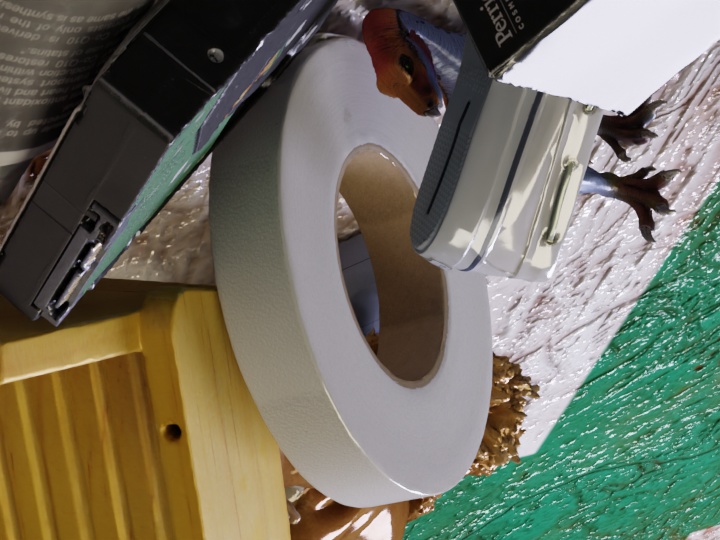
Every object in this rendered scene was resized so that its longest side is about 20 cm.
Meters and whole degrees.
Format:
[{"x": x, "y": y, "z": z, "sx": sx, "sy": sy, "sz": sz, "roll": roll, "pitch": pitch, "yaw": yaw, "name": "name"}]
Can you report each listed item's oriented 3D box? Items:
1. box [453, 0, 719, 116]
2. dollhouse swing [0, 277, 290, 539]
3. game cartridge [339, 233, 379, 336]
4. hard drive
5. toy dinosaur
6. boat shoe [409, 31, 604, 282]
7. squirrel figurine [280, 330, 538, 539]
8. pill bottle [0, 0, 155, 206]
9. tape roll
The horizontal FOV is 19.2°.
[{"x": 0.070, "y": -0.172, "z": 0.651, "sx": 0.141, "sy": 0.201, "sz": 0.079, "roll": -38, "pitch": 151, "yaw": 29, "name": "box"}, {"x": -0.161, "y": 0.078, "z": 0.867, "sx": 0.198, "sy": 0.183, "sz": 0.176, "roll": 4, "pitch": -158, "yaw": 27, "name": "dollhouse swing"}, {"x": -0.004, "y": 0.044, "z": 1.192, "sx": 0.132, "sy": 0.042, "sz": 0.200, "roll": -20, "pitch": 154, "yaw": 3, "name": "game cartridge"}, {"x": -0.052, "y": -0.080, "z": 0.777, "sx": 0.200, "sy": 0.038, "sz": 0.140, "roll": -54, "pitch": -178, "yaw": -37, "name": "hard drive"}, {"x": 0.063, "y": -0.068, "z": 0.984, "sx": 0.180, "sy": 0.106, "sz": 0.200, "roll": 16, "pitch": 151, "yaw": -24, "name": "toy dinosaur"}, {"x": 0.082, "y": -0.092, "z": 0.880, "sx": 0.066, "sy": 0.074, "sz": 0.202, "roll": 16, "pitch": 106, "yaw": -18, "name": "boat shoe"}, {"x": -0.014, "y": 0.081, "z": 1.084, "sx": 0.199, "sy": 0.142, "sz": 0.188, "roll": -27, "pitch": 147, "yaw": -27, "name": "squirrel figurine"}, {"x": -0.124, "y": -0.107, "z": 0.714, "sx": 0.112, "sy": 0.114, "sz": 0.200, "roll": -3, "pitch": 147, "yaw": -36, "name": "pill bottle"}, {"x": 0.000, "y": 0.000, "z": 0.922, "sx": 0.037, "sy": 0.205, "sz": 0.202, "roll": -14, "pitch": 160, "yaw": 26, "name": "tape roll"}]
